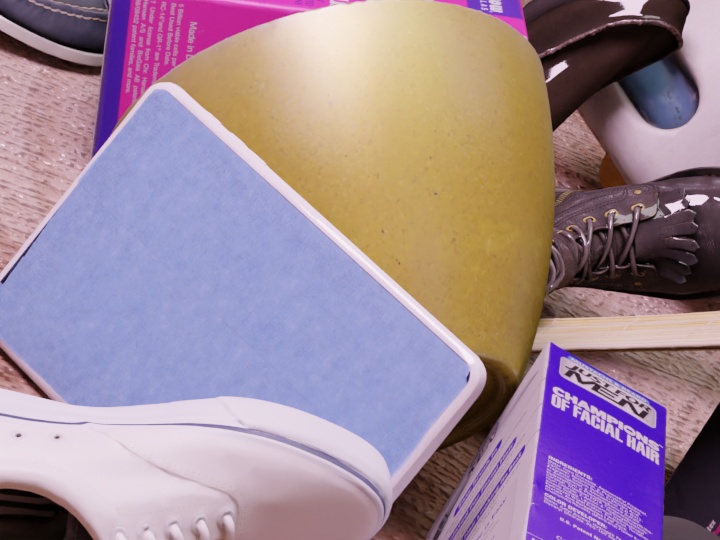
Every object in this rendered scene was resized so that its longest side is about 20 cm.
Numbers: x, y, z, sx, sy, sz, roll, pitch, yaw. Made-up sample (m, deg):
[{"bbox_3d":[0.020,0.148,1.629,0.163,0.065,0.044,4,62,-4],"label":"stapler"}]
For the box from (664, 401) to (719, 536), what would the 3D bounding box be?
[{"bbox_3d":[0.247,0.138,1.291,0.122,0.106,0.200,11,28,-39],"label":"box"}]

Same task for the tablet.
[{"bbox_3d":[-0.055,0.029,1.123,0.200,0.130,0.014,42,6,26],"label":"tablet"}]

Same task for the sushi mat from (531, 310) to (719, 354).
[{"bbox_3d":[0.119,0.030,1.330,0.200,0.012,0.096,-2,8,21],"label":"sushi mat"}]

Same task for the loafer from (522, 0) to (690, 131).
[{"bbox_3d":[0.090,-0.092,1.523,0.073,0.200,0.071,39,30,-59],"label":"loafer"}]

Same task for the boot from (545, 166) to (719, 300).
[{"bbox_3d":[0.107,-0.005,1.407,0.200,0.069,0.174,-3,7,23],"label":"boot"}]

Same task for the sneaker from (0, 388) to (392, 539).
[{"bbox_3d":[-0.084,0.090,1.024,0.200,0.073,0.071,5,42,-14],"label":"sneaker"}]

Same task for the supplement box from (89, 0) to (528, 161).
[{"bbox_3d":[-0.025,-0.098,1.383,0.200,0.104,0.101,8,25,-5],"label":"supplement box"}]

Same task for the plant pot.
[{"bbox_3d":[0.000,0.000,1.210,0.200,0.200,0.142,10,54,-40],"label":"plant pot"}]

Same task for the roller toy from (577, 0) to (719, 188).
[{"bbox_3d":[0.197,-0.087,1.620,0.183,0.140,0.200,54,5,-12],"label":"roller toy"}]

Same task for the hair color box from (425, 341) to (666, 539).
[{"bbox_3d":[0.067,0.121,1.098,0.065,0.109,0.200,28,23,-6],"label":"hair color box"}]

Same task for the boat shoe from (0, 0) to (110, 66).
[{"bbox_3d":[-0.119,-0.143,1.493,0.200,0.062,0.075,7,33,-43],"label":"boat shoe"}]

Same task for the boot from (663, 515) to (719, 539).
[{"bbox_3d":[0.186,0.146,1.189,0.200,0.078,0.138,10,19,-3],"label":"boot"}]
